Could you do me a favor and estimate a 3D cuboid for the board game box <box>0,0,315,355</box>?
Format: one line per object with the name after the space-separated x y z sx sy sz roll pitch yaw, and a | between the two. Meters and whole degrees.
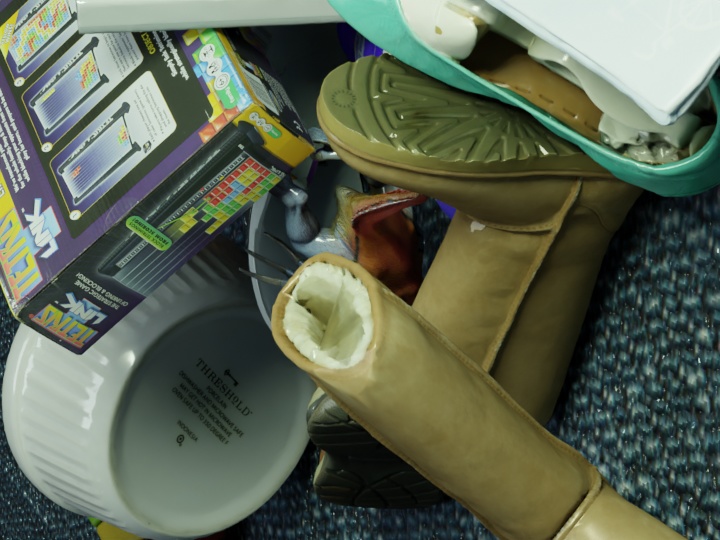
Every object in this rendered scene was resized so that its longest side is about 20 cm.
-0.130 -0.083 1.117 0.165 0.057 0.200 -41 48 15 | board game box

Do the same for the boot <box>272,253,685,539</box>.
0.063 0.089 0.923 0.066 0.200 0.175 -50 28 -5 | boot

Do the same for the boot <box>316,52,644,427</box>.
0.040 0.001 0.997 0.066 0.174 0.200 -101 25 -44 | boot

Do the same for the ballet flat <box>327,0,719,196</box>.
0.073 -0.098 0.900 0.067 0.200 0.070 -60 -3 -6 | ballet flat

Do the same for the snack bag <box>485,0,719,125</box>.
0.129 -0.157 0.802 0.200 0.021 0.189 -52 38 3 | snack bag

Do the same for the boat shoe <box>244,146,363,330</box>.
-0.043 -0.054 1.298 0.068 0.073 0.200 154 111 -68 | boat shoe

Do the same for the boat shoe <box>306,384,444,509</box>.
0.012 0.077 1.173 0.200 0.075 0.074 89 -175 -68 | boat shoe

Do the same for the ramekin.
-0.115 0.077 1.351 0.094 0.202 0.203 29 122 48 | ramekin

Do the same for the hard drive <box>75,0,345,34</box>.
-0.046 -0.172 1.092 0.027 0.199 0.132 96 168 -45 | hard drive

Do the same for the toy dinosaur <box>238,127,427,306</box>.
0.000 0.000 1.136 0.182 0.105 0.200 53 -179 -36 | toy dinosaur

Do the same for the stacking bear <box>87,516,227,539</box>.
-0.142 0.172 1.544 0.114 0.121 0.201 128 123 -67 | stacking bear

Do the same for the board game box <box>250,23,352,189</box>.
-0.118 -0.115 1.237 0.199 0.103 0.105 3 66 38 | board game box

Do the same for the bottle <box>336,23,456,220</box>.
0.036 -0.105 1.110 0.200 0.065 0.084 -121 24 -45 | bottle
